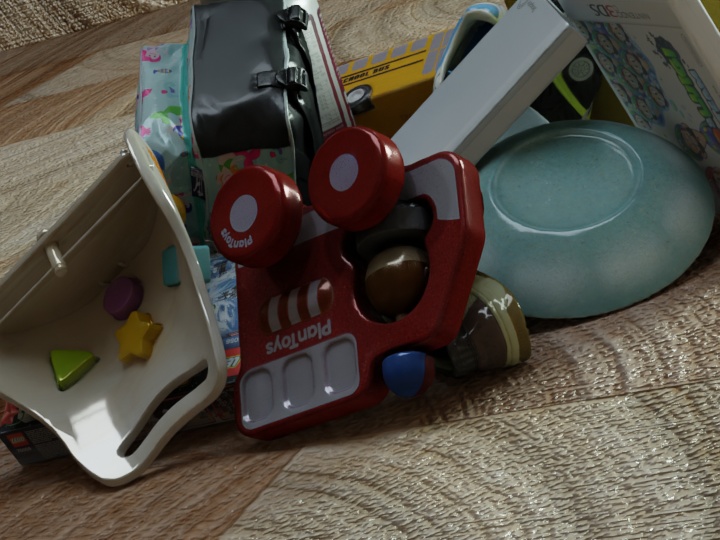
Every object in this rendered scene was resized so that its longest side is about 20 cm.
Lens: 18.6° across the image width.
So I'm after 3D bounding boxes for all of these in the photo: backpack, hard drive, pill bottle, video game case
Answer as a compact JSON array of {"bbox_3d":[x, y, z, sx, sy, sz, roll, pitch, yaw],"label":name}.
[{"bbox_3d":[-0.090,-0.081,1.647,0.149,0.201,0.178,-11,43,6],"label":"backpack"},{"bbox_3d":[0.077,-0.114,1.602,0.200,0.027,0.132,-47,18,9],"label":"hard drive"},{"bbox_3d":[-0.076,-0.169,1.797,0.109,0.201,0.110,-17,14,4],"label":"pill bottle"},{"bbox_3d":[0.228,-0.119,1.545,0.024,0.201,0.182,-38,19,-11],"label":"video game case"}]

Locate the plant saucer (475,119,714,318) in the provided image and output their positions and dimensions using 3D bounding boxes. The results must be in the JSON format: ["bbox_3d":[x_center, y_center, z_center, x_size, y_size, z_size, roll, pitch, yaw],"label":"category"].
[{"bbox_3d":[0.145,-0.050,1.532,0.199,0.039,0.202,-7,44,7],"label":"plant saucer"}]

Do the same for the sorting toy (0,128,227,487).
[{"bbox_3d":[-0.161,0.045,1.487,0.200,0.107,0.180,-44,52,17],"label":"sorting toy"}]

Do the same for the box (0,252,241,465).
[{"bbox_3d":[-0.153,0.059,1.572,0.199,0.040,0.137,-13,41,21],"label":"box"}]

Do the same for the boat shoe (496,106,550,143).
[{"bbox_3d":[0.145,-0.043,1.619,0.074,0.086,0.202,-31,47,-19],"label":"boat shoe"}]

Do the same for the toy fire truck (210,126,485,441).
[{"bbox_3d":[-0.003,0.011,1.416,0.199,0.169,0.112,-19,-24,34],"label":"toy fire truck"}]

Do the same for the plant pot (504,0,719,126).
[{"bbox_3d":[0.251,-0.185,1.779,0.199,0.178,0.200,-17,13,-24],"label":"plant pot"}]

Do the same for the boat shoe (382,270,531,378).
[{"bbox_3d":[0.043,0.028,1.484,0.066,0.072,0.201,-18,18,-21],"label":"boat shoe"}]

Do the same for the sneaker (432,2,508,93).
[{"bbox_3d":[0.080,-0.114,1.738,0.071,0.201,0.072,11,-3,29],"label":"sneaker"}]

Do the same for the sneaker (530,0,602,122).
[{"bbox_3d":[0.148,-0.146,1.722,0.075,0.201,0.077,-2,34,-7],"label":"sneaker"}]

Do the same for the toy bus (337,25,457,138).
[{"bbox_3d":[0.048,-0.150,1.859,0.199,0.065,0.079,-16,37,30],"label":"toy bus"}]
